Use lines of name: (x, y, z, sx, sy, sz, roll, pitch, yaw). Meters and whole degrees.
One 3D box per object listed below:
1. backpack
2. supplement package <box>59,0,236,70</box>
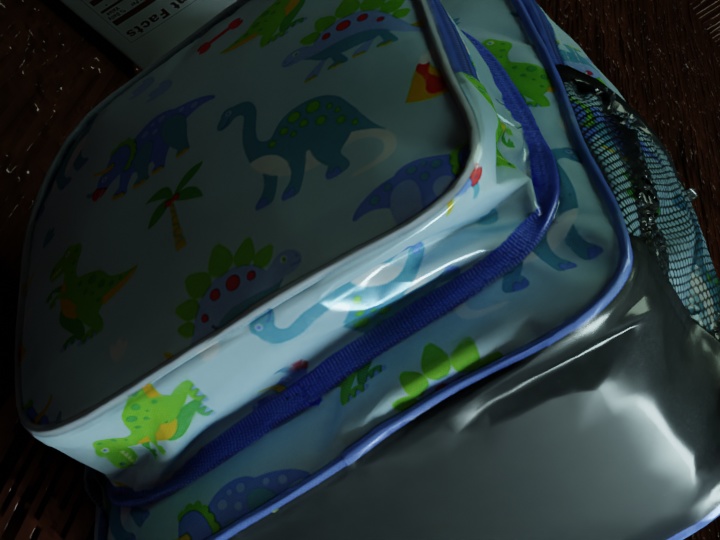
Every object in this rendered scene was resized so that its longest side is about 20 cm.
backpack: (0.000, 0.000, 0.620, 0.147, 0.183, 0.200, 49, 16, -30)
supplement package: (-0.098, -0.220, 0.803, 0.200, 0.147, 0.191, 40, 24, -44)
